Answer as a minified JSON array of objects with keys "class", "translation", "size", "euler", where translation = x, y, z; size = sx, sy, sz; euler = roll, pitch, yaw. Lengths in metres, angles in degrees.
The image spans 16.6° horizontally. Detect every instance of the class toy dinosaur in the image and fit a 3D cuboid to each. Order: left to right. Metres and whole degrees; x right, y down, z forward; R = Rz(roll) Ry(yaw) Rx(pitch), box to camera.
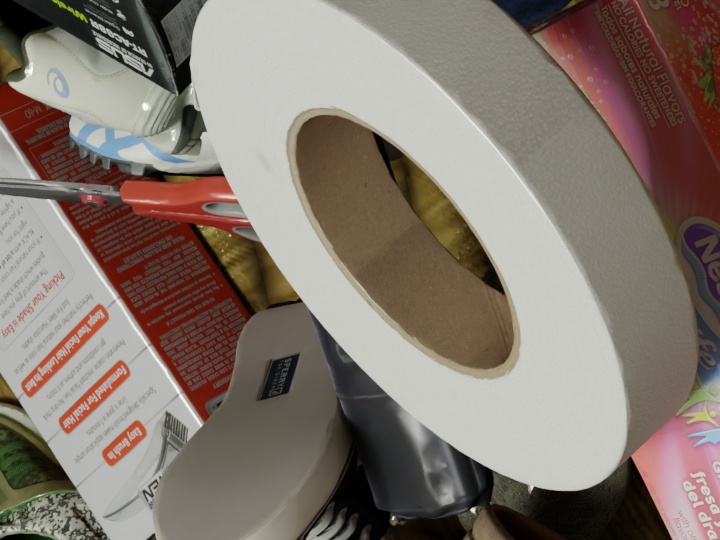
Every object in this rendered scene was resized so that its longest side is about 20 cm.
[{"class":"toy dinosaur","translation":[0.070,0.071,0.971],"size":[0.102,0.077,0.201],"euler":[22,122,21]}]

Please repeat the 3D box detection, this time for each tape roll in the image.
[{"class":"tape roll","translation":[0.023,-0.018,0.798],"size":[0.203,0.037,0.203],"euler":[42,156,23]}]

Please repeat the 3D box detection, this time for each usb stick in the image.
[{"class":"usb stick","translation":[0.000,0.000,0.920],"size":[0.055,0.033,0.201],"euler":[-8,106,43]}]

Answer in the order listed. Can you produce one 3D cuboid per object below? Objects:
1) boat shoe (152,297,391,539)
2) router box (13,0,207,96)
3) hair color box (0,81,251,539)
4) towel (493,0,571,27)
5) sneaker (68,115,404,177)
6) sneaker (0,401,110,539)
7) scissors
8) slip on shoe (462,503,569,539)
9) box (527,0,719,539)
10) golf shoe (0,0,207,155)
[{"class":"boat shoe","translation":[-0.022,0.091,0.985],"size":[0.074,0.200,0.093],"euler":[-11,114,19]},{"class":"router box","translation":[-0.095,-0.172,0.918],"size":[0.199,0.150,0.062],"euler":[31,159,29]},{"class":"hair color box","translation":[-0.119,0.017,1.123],"size":[0.201,0.064,0.111],"euler":[57,138,6]},{"class":"towel","translation":[0.075,-0.148,0.795],"size":[0.049,0.111,0.200],"euler":[54,139,14]},{"class":"sneaker","translation":[-0.049,-0.074,1.005],"size":[0.199,0.072,0.073],"euler":[-3,88,48]},{"class":"sneaker","translation":[-0.175,0.122,1.218],"size":[0.199,0.088,0.077],"euler":[9,119,42]},{"class":"scissors","translation":[-0.099,-0.034,1.018],"size":[0.199,0.014,0.073],"euler":[10,168,1]},{"class":"slip on shoe","translation":[0.112,0.143,0.881],"size":[0.199,0.076,0.061],"euler":[22,104,40]},{"class":"box","translation":[0.130,-0.007,0.829],"size":[0.094,0.102,0.201],"euler":[-23,94,49]},{"class":"golf shoe","translation":[-0.118,-0.129,0.974],"size":[0.079,0.097,0.200],"euler":[-64,36,29]}]
